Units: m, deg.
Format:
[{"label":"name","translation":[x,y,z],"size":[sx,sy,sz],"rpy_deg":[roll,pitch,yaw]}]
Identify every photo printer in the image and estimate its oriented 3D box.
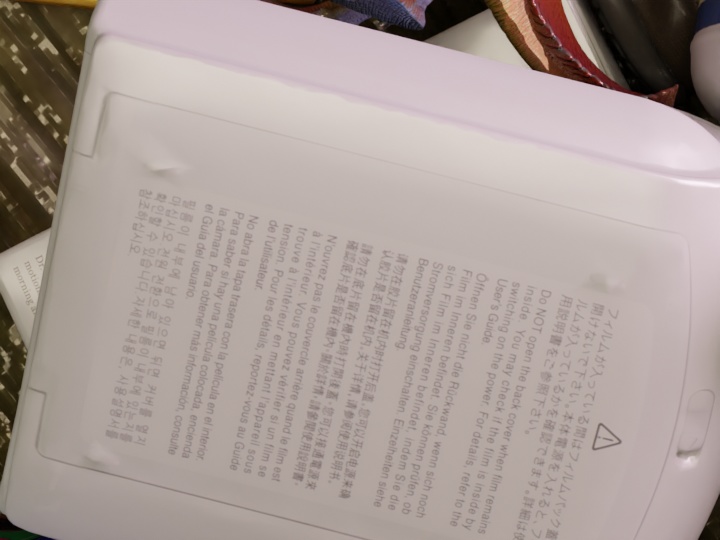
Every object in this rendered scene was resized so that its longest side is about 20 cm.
[{"label":"photo printer","translation":[0.010,0.017,0.803],"size":[0.199,0.070,0.167],"rpy_deg":[13,113,1]}]

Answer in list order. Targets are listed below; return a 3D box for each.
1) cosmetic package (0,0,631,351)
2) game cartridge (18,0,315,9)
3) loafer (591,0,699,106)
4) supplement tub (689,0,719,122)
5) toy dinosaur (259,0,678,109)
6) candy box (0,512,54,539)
[{"label":"cosmetic package","translation":[0.000,0.000,0.892],"size":[0.199,0.085,0.108],"rpy_deg":[-24,88,7]},{"label":"game cartridge","translation":[-0.089,-0.186,0.933],"size":[0.175,0.032,0.202],"rpy_deg":[8,94,9]},{"label":"loafer","translation":[0.092,-0.152,0.881],"size":[0.071,0.073,0.202],"rpy_deg":[-11,89,11]},{"label":"supplement tub","translation":[0.180,-0.132,0.827],"size":[0.144,0.145,0.202],"rpy_deg":[10,85,9]},{"label":"toy dinosaur","translation":[0.013,-0.150,0.856],"size":[0.199,0.105,0.183],"rpy_deg":[24,69,-11]},{"label":"candy box","translation":[-0.137,0.164,0.858],"size":[0.076,0.200,0.171],"rpy_deg":[0,91,9]}]
